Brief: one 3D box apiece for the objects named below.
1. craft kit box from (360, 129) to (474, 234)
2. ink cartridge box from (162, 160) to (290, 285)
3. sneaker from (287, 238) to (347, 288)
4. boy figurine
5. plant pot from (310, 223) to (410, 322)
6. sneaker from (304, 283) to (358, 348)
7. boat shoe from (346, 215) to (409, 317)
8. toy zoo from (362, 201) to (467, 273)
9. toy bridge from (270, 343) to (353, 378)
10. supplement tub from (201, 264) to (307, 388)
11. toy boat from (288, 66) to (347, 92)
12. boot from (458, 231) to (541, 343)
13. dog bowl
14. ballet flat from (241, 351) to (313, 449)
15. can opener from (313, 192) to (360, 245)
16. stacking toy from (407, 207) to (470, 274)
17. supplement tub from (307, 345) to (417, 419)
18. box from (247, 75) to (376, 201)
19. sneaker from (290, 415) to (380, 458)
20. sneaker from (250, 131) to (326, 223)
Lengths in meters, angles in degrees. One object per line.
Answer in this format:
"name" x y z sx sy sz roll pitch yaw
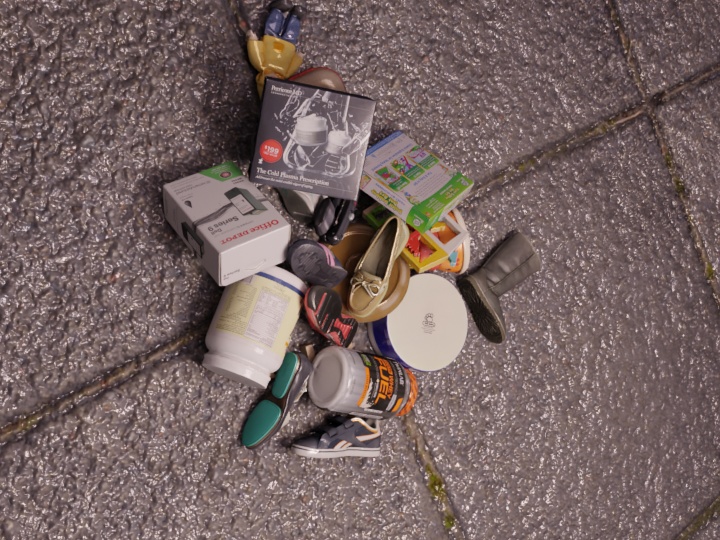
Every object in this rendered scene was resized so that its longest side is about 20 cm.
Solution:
"craft kit box" 0.098 -0.179 1.738 0.197 0.049 0.200 35 40 14
"ink cartridge box" -0.233 -0.085 1.545 0.145 0.084 0.200 -25 55 -29
"sneaker" -0.094 -0.026 1.610 0.070 0.200 0.082 -39 66 3
"boy figurine" -0.165 -0.417 1.691 0.124 0.064 0.201 22 73 -30
"plant pot" 0.000 0.000 1.720 0.199 0.027 0.201 1 74 -5
"sneaker" -0.076 0.083 1.632 0.074 0.086 0.200 -62 152 -19
"boat shoe" 0.029 -0.009 1.662 0.073 0.063 0.201 29 86 18
"toy zoo" 0.116 -0.079 1.728 0.131 0.020 0.200 -35 67 -22
"toy bridge" -0.097 0.174 1.697 0.199 0.027 0.068 -17 97 -30
"supplement tub" -0.191 0.096 1.582 0.145 0.145 0.201 27 73 -25
"toy boat" -0.076 -0.297 1.700 0.130 0.131 0.201 -23 117 4
"boot" 0.322 0.037 1.933 0.200 0.072 0.183 -33 104 -35
"dog bowl" 0.118 0.106 1.796 0.199 0.079 0.201 3 84 -30
"ballet flat" -0.145 0.245 1.632 0.073 0.073 0.201 28 89 -25
"can opener" -0.033 -0.131 1.721 0.063 0.079 0.201 16 53 14
"stacking toy" 0.113 -0.047 1.801 0.199 0.146 0.147 -12 92 -11
"supplement tub" 0.008 0.218 1.687 0.199 0.122 0.123 16 77 -41
"box" -0.090 -0.237 1.580 0.199 0.104 0.183 9 103 -10
"sneaker" -0.046 0.315 1.687 0.199 0.078 0.080 7 87 -40
"sneaker" -0.137 -0.189 1.692 0.201 0.070 0.080 57 47 -16
